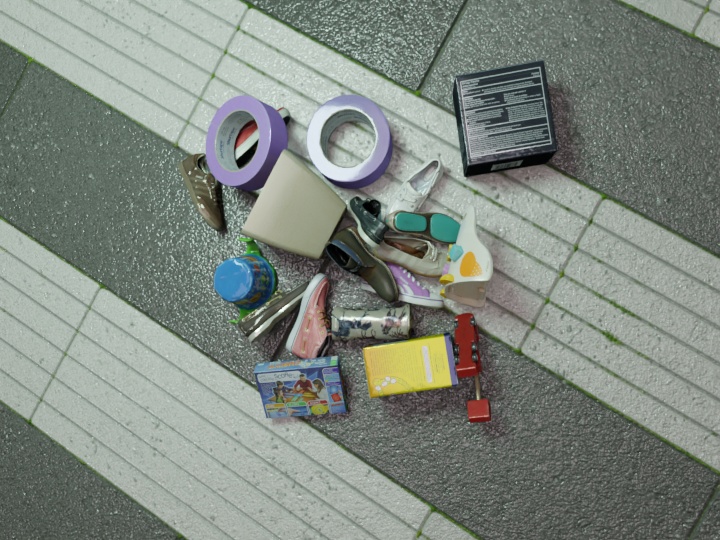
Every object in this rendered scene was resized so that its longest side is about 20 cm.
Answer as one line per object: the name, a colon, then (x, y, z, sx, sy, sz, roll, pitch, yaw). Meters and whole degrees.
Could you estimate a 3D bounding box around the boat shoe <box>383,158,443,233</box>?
boat shoe: (0.119, -0.179, 1.286, 0.070, 0.069, 0.202, 35, 93, 7)

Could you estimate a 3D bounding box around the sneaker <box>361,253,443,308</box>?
sneaker: (0.106, 0.015, 1.278, 0.196, 0.073, 0.117, 17, 86, 9)

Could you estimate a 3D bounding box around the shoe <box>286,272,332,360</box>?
shoe: (-0.097, 0.115, 1.296, 0.090, 0.071, 0.204, 24, 96, 22)

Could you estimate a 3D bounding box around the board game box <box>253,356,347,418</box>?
board game box: (-0.136, 0.272, 1.284, 0.195, 0.035, 0.138, -5, 116, 7)

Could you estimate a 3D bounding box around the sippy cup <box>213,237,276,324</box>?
sippy cup: (-0.278, 0.025, 1.305, 0.138, 0.130, 0.180, -29, 83, 6)

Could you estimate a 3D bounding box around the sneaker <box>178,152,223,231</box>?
sneaker: (-0.376, -0.197, 1.363, 0.075, 0.070, 0.203, -30, 83, 5)

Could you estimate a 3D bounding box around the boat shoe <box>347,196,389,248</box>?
boat shoe: (0.022, -0.126, 1.246, 0.074, 0.201, 0.066, 34, 109, -24)

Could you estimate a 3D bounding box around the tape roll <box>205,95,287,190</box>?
tape roll: (-0.262, -0.289, 1.268, 0.196, 0.065, 0.206, -3, 85, 30)

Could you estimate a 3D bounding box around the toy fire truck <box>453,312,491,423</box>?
toy fire truck: (0.247, 0.213, 1.227, 0.048, 0.142, 0.203, -11, 46, 19)

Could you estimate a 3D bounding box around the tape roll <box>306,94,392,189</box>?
tape roll: (-0.024, -0.300, 1.308, 0.195, 0.085, 0.205, 0, 87, 8)

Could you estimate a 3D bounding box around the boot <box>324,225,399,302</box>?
boot: (0.000, 0.000, 1.215, 0.201, 0.096, 0.075, 52, 128, 8)

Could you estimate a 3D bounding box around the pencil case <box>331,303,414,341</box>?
pencil case: (0.024, 0.119, 1.272, 0.195, 0.089, 0.080, -3, 96, 13)

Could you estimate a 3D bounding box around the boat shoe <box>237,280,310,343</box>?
boat shoe: (-0.195, 0.083, 1.295, 0.199, 0.072, 0.060, -41, 80, -20)

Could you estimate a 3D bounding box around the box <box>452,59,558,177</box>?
box: (0.317, -0.333, 1.238, 0.195, 0.123, 0.204, -7, 87, 6)

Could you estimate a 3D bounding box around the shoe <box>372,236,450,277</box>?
shoe: (0.126, -0.035, 1.252, 0.195, 0.054, 0.071, 13, 55, -13)

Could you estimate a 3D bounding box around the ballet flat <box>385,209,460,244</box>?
ballet flat: (0.144, -0.103, 1.271, 0.196, 0.067, 0.070, 12, 85, -26)

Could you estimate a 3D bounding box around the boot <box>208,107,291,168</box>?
boot: (-0.277, -0.367, 1.360, 0.198, 0.072, 0.146, -35, 81, 9)

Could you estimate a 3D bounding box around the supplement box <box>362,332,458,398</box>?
supplement box: (0.113, 0.211, 1.245, 0.195, 0.109, 0.112, -10, 85, 8)

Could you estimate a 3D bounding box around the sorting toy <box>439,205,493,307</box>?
sorting toy: (0.233, -0.037, 1.211, 0.104, 0.200, 0.184, 5, 72, 10)

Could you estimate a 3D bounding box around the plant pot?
plant pot: (-0.134, -0.128, 1.268, 0.175, 0.200, 0.203, 28, 91, 0)
